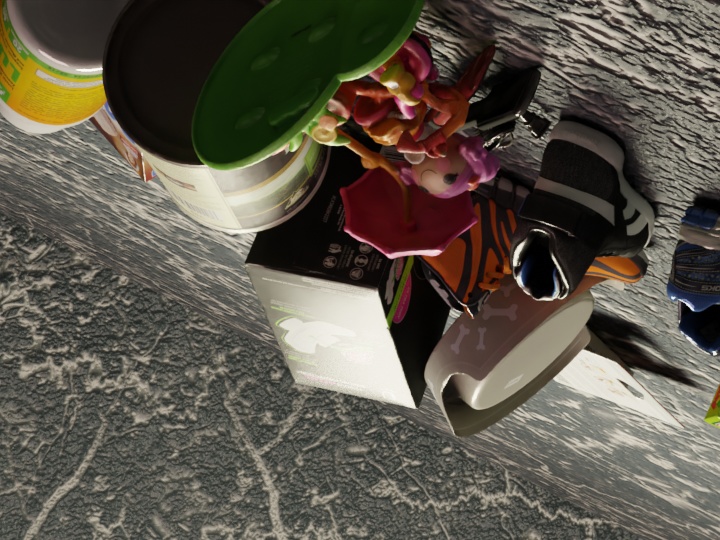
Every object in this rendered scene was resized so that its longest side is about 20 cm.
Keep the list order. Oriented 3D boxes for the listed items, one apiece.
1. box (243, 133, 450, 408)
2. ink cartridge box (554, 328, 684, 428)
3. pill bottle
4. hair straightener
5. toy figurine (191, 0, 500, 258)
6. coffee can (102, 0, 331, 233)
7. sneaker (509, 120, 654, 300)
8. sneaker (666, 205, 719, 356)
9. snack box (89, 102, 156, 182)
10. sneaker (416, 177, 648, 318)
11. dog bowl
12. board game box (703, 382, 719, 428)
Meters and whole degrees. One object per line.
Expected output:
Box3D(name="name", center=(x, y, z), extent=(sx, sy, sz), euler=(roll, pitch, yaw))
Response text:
Box3D(name="box", center=(0.000, 0.000, 1.498), extent=(0.123, 0.150, 0.201), euler=(11, 150, 19))
Box3D(name="ink cartridge box", center=(0.241, 0.089, 1.822), extent=(0.172, 0.044, 0.200), euler=(18, 167, 37))
Box3D(name="pill bottle", center=(-0.239, -0.178, 1.375), extent=(0.110, 0.112, 0.200), euler=(28, 158, -12))
Box3D(name="hair straightener", center=(0.091, -0.102, 1.216), extent=(0.076, 0.041, 0.200), euler=(27, 165, -5))
Box3D(name="toy figurine", center=(0.020, -0.089, 1.149), extent=(0.199, 0.151, 0.184), euler=(-22, 133, 37))
Box3D(name="coffee can", center=(-0.103, -0.123, 1.310), extent=(0.145, 0.148, 0.200), euler=(24, 171, 9))
Box3D(name="sneaker", center=(0.154, -0.022, 1.267), extent=(0.072, 0.113, 0.200), euler=(22, 169, 25))
Box3D(name="sneaker", center=(0.271, 0.026, 1.294), extent=(0.077, 0.086, 0.200), euler=(19, 168, 36))
Box3D(name="snack box", center=(-0.236, -0.165, 1.517), extent=(0.200, 0.024, 0.072), euler=(46, 153, 28))
Box3D(name="sneaker", center=(0.128, -0.005, 1.409), extent=(0.198, 0.113, 0.078), euler=(22, 170, 1))
Box3D(name="dog bowl", center=(0.138, 0.057, 1.516), extent=(0.059, 0.200, 0.200), euler=(49, 178, 19))
Box3D(name="board game box", center=(0.392, 0.119, 1.413), extent=(0.198, 0.102, 0.048), euler=(26, 170, 0))
